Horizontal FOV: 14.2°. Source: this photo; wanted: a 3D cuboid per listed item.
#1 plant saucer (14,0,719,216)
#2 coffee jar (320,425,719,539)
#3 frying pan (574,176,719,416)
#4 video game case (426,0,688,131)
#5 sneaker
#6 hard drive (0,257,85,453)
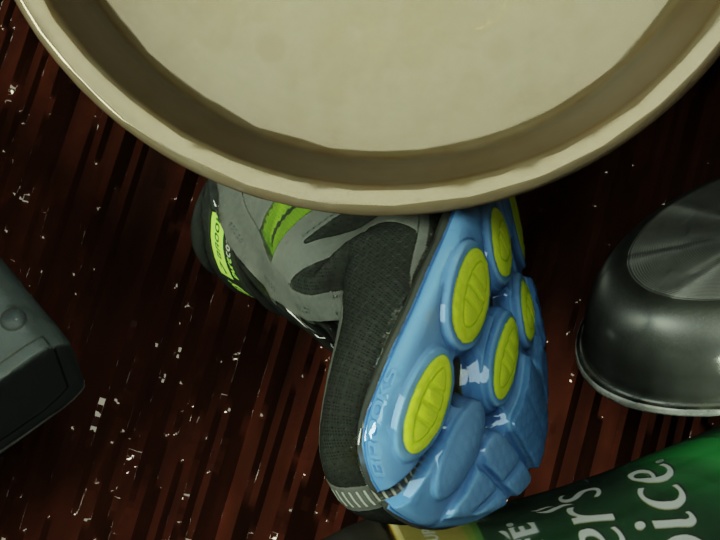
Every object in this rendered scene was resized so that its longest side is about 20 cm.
[{"bbox_3d":[0.006,-0.111,0.692,0.200,0.029,0.200,0,83,3],"label":"plant saucer"},{"bbox_3d":[0.078,0.092,0.713,0.200,0.085,0.104,-17,59,-8],"label":"coffee jar"},{"bbox_3d":[0.128,0.008,0.713,0.115,0.190,0.031,-31,115,-23],"label":"frying pan"},{"bbox_3d":[0.077,-0.138,0.715,0.200,0.017,0.143,-37,81,4],"label":"video game case"},{"bbox_3d":[0.000,0.000,0.729,0.083,0.071,0.200,-16,35,7],"label":"sneaker"},{"bbox_3d":[-0.184,-0.004,0.748,0.139,0.033,0.200,-35,62,-14],"label":"hard drive"}]
